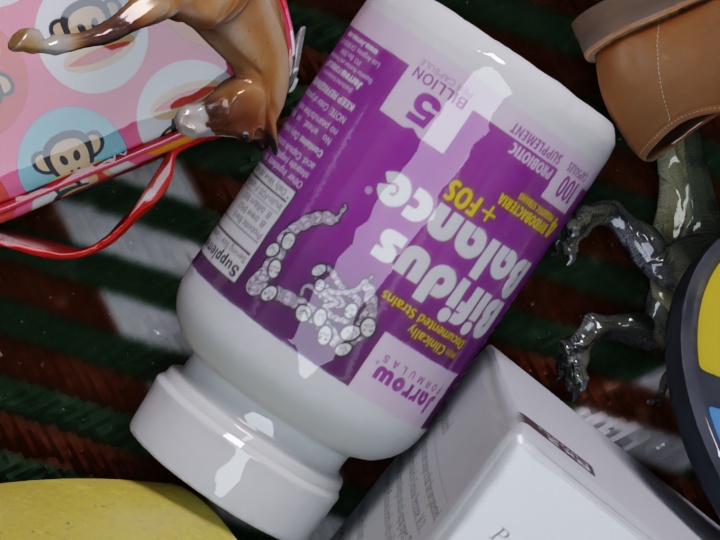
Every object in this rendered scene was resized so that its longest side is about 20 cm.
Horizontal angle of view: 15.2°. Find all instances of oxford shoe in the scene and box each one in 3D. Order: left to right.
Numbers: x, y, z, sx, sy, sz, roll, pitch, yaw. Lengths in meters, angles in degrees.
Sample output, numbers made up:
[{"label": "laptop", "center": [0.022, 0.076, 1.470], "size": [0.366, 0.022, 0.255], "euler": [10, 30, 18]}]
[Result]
[{"label": "oxford shoe", "center": [0.175, -0.095, 0.984], "size": [0.200, 0.071, 0.072], "euler": [-24, 80, 35]}]

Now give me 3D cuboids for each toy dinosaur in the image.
[{"label": "toy dinosaur", "center": [0.120, 0.004, 1.067], "size": [0.088, 0.047, 0.201], "euler": [-12, 95, -15]}]

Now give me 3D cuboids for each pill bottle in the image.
[{"label": "pill bottle", "center": [0.000, 0.000, 1.028], "size": [0.112, 0.112, 0.200], "euler": [33, 94, -5]}]

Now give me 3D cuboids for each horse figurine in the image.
[{"label": "horse figurine", "center": [-0.073, -0.146, 0.954], "size": [0.132, 0.050, 0.201], "euler": [2, 85, -39]}]

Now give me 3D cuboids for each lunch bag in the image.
[{"label": "lunch bag", "center": [-0.126, -0.092, 1.030], "size": [0.199, 0.082, 0.177], "euler": [-20, 96, -1]}]

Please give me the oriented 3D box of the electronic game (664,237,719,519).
[{"label": "electronic game", "center": [0.197, 0.066, 1.016], "size": [0.200, 0.200, 0.042], "euler": [41, 131, -5]}]

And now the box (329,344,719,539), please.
[{"label": "box", "center": [0.089, 0.149, 1.001], "size": [0.199, 0.200, 0.131], "euler": [38, 96, -5]}]

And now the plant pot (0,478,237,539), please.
[{"label": "plant pot", "center": [-0.107, 0.158, 1.016], "size": [0.142, 0.200, 0.201], "euler": [-27, 96, -23]}]
